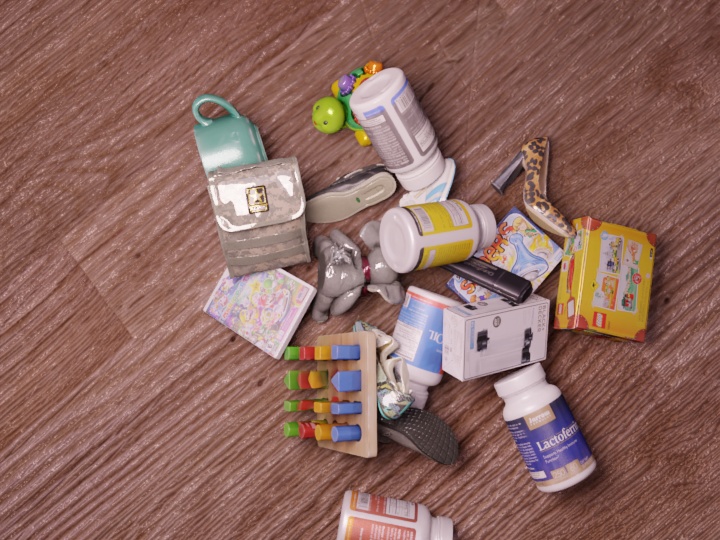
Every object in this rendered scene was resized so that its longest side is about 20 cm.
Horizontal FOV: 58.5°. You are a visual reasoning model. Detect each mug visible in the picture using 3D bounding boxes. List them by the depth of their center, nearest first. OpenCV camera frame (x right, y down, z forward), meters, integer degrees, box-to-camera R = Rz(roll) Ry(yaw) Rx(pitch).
[{"bbox_3d":[-0.236,-0.222,1.198,0.112,0.186,0.154,-17,64,-5],"label":"mug"}]

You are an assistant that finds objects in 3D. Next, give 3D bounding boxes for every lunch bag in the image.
[{"bbox_3d":[-0.179,-0.102,1.156,0.160,0.203,0.119,-11,43,-8],"label":"lunch bag"}]

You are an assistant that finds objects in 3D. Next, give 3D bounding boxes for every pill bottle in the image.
[{"bbox_3d":[0.059,0.462,1.131,0.195,0.112,0.115,10,82,3],"label":"pill bottle"},{"bbox_3d":[0.141,-0.065,1.134,0.196,0.111,0.114,-10,81,-29],"label":"pill bottle"},{"bbox_3d":[0.324,0.276,1.148,0.114,0.116,0.203,-26,82,-2],"label":"pill bottle"},{"bbox_3d":[0.109,0.140,1.170,0.110,0.112,0.204,18,92,4],"label":"pill bottle"},{"bbox_3d":[0.073,-0.253,1.177,0.113,0.114,0.201,-38,123,-4],"label":"pill bottle"}]

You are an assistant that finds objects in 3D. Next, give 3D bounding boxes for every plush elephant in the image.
[{"bbox_3d":[0.000,0.000,1.181,0.151,0.200,0.169,4,74,-16],"label":"plush elephant"}]

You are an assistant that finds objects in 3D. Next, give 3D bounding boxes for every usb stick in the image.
[{"bbox_3d":[0.218,0.004,1.171,0.198,0.033,0.055,27,52,31],"label":"usb stick"}]

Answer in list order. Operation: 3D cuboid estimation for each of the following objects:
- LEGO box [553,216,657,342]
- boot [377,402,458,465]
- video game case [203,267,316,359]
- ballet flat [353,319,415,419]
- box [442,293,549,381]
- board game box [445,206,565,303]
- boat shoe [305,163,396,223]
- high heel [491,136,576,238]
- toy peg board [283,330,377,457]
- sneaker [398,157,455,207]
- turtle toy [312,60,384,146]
[{"bbox_3d":[0.448,0.020,1.180,0.146,0.077,0.205,12,83,-12],"label":"LEGO box"},{"bbox_3d":[0.072,0.286,1.154,0.198,0.131,0.068,32,60,-1],"label":"boot"},{"bbox_3d":[-0.191,0.056,1.203,0.198,0.018,0.145,27,84,29],"label":"video game case"},{"bbox_3d":[0.045,0.156,1.106,0.073,0.075,0.202,-21,55,-1],"label":"ballet flat"},{"bbox_3d":[0.241,0.113,1.139,0.196,0.060,0.119,-8,106,-29],"label":"box"},{"bbox_3d":[0.276,-0.002,1.227,0.135,0.034,0.201,41,85,6],"label":"board game box"},{"bbox_3d":[-0.029,-0.150,1.251,0.196,0.072,0.068,-21,45,5],"label":"boat shoe"},{"bbox_3d":[0.360,-0.162,1.209,0.143,0.071,0.200,-46,61,1],"label":"high heel"},{"bbox_3d":[-0.061,0.212,1.114,0.096,0.198,0.205,3,81,-28],"label":"toy peg board"},{"bbox_3d":[0.120,-0.131,1.230,0.080,0.077,0.203,27,82,7],"label":"sneaker"},{"bbox_3d":[-0.002,-0.325,1.246,0.197,0.101,0.148,-29,82,-2],"label":"turtle toy"}]
